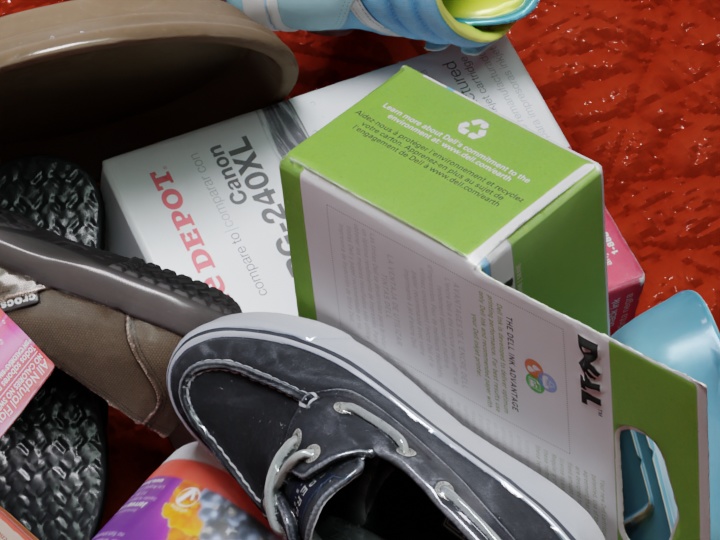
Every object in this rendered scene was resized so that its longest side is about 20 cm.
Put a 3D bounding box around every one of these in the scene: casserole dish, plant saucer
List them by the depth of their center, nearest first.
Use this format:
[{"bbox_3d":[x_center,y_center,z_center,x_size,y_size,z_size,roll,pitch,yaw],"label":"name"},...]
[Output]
[{"bbox_3d":[0.121,0.078,1.175,0.039,0.200,0.122,-14,81,-6],"label":"casserole dish"},{"bbox_3d":[-0.125,-0.073,1.235,0.199,0.200,0.030,-11,78,-13],"label":"plant saucer"}]

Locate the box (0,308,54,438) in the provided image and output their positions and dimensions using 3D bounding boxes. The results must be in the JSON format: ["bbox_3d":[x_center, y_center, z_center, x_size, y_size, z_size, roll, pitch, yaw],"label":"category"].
[{"bbox_3d":[-0.216,0.081,1.075,0.095,0.102,0.200,46,47,-12],"label":"box"}]

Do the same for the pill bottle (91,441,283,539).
[{"bbox_3d":[-0.091,0.172,1.140,0.111,0.112,0.200,34,61,14],"label":"pill bottle"}]

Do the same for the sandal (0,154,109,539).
[{"bbox_3d":[-0.138,0.052,1.236,0.075,0.045,0.201,4,76,4],"label":"sandal"}]

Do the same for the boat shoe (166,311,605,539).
[{"bbox_3d":[-0.004,0.080,1.076,0.200,0.072,0.068,33,28,26],"label":"boat shoe"}]

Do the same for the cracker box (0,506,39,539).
[{"bbox_3d":[-0.195,0.170,1.083,0.058,0.134,0.200,43,79,-12],"label":"cracker box"}]

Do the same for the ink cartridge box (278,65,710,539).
[{"bbox_3d":[0.071,0.034,1.091,0.199,0.148,0.076,28,52,33],"label":"ink cartridge box"}]

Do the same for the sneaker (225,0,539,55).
[{"bbox_3d":[0.030,-0.136,1.305,0.130,0.080,0.200,6,15,18],"label":"sneaker"}]

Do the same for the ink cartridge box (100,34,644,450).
[{"bbox_3d":[0.000,0.000,1.271,0.199,0.084,0.146,-20,63,-17],"label":"ink cartridge box"}]

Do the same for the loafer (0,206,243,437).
[{"bbox_3d":[-0.148,0.014,1.185,0.199,0.073,0.071,20,95,15],"label":"loafer"}]
